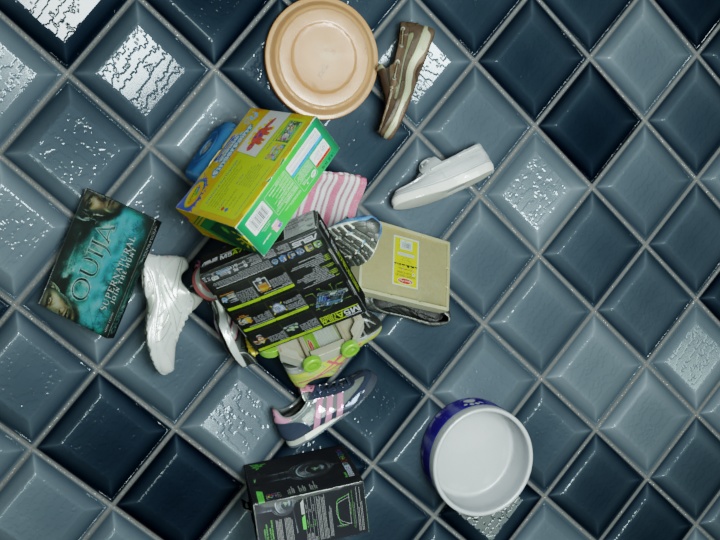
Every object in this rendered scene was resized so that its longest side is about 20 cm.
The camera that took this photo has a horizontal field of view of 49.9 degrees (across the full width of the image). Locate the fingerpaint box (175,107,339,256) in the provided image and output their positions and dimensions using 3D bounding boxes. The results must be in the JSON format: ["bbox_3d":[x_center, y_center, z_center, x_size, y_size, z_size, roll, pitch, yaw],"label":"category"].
[{"bbox_3d":[-0.151,-0.134,1.136,0.202,0.165,0.073,-57,133,-16],"label":"fingerpaint box"}]

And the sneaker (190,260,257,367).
[{"bbox_3d":[-0.207,0.065,1.298,0.085,0.080,0.203,-23,104,-15],"label":"sneaker"}]

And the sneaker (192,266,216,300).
[{"bbox_3d":[-0.166,0.011,1.248,0.197,0.086,0.075,-4,75,-34],"label":"sneaker"}]

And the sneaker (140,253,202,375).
[{"bbox_3d":[-0.308,0.071,1.275,0.097,0.078,0.204,-4,98,-17],"label":"sneaker"}]

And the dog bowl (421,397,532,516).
[{"bbox_3d":[0.215,0.344,1.438,0.196,0.079,0.204,-2,97,-15],"label":"dog bowl"}]

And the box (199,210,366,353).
[{"bbox_3d":[-0.114,0.023,1.177,0.197,0.048,0.194,-22,134,11],"label":"box"}]

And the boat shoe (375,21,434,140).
[{"bbox_3d":[0.059,-0.329,1.329,0.074,0.075,0.206,21,84,-3],"label":"boat shoe"}]

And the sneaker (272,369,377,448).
[{"bbox_3d":[-0.064,0.223,1.356,0.199,0.070,0.083,-36,108,-9],"label":"sneaker"}]

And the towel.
[{"bbox_3d":[-0.075,-0.090,1.274,0.198,0.030,0.149,-3,114,-48],"label":"towel"}]

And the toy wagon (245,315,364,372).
[{"bbox_3d":[-0.096,0.100,1.299,0.197,0.156,0.040,-20,142,-13],"label":"toy wagon"}]

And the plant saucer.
[{"bbox_3d":[-0.064,-0.358,1.308,0.196,0.032,0.205,-2,97,-14],"label":"plant saucer"}]

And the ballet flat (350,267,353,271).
[{"bbox_3d":[0.000,0.000,1.327,0.200,0.070,0.066,-41,117,-26],"label":"ballet flat"}]

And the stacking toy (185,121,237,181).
[{"bbox_3d":[-0.179,-0.140,1.277,0.199,0.116,0.111,40,81,-27],"label":"stacking toy"}]

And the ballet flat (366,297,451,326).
[{"bbox_3d":[0.072,0.052,1.378,0.196,0.057,0.068,14,92,-15],"label":"ballet flat"}]

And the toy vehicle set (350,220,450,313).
[{"bbox_3d":[0.071,-0.007,1.321,0.197,0.026,0.127,14,72,-34],"label":"toy vehicle set"}]

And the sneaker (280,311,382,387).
[{"bbox_3d":[-0.049,0.137,1.357,0.197,0.078,0.091,-24,136,-20],"label":"sneaker"}]

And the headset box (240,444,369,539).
[{"bbox_3d":[-0.103,0.386,1.313,0.196,0.174,0.095,-9,100,-12],"label":"headset box"}]

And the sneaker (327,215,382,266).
[{"bbox_3d":[-0.022,-0.057,1.216,0.078,0.199,0.091,40,64,-14],"label":"sneaker"}]

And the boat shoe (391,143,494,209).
[{"bbox_3d":[0.139,-0.169,1.367,0.197,0.072,0.070,-24,80,-4],"label":"boat shoe"}]

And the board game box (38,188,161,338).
[{"bbox_3d":[-0.415,-0.012,1.232,0.133,0.028,0.203,23,90,10],"label":"board game box"}]
